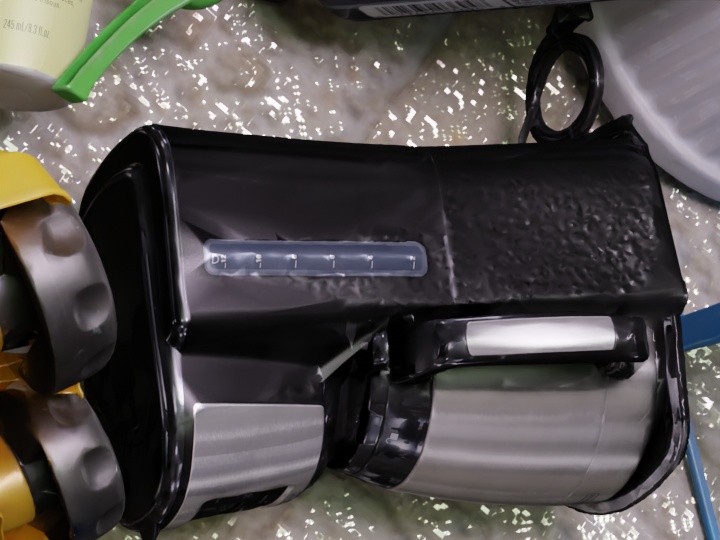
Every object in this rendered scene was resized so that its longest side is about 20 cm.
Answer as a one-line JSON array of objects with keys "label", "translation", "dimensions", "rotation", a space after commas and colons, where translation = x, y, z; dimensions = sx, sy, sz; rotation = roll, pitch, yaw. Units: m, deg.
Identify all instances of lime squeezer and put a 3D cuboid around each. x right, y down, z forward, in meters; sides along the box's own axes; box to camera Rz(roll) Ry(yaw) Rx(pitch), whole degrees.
[{"label": "lime squeezer", "translation": [-0.069, -0.141, 0.819], "dimensions": [0.070, 0.038, 0.201], "rotation": [24, 67, -37]}]

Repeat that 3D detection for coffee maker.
[{"label": "coffee maker", "translation": [0.000, 0.000, 0.827], "dimensions": [0.199, 0.135, 0.193], "rotation": [2, 51, -23]}]

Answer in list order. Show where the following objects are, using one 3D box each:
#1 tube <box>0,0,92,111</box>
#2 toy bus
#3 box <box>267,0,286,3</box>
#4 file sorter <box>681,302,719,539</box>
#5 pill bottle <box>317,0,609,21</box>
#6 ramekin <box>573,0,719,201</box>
[{"label": "tube", "translation": [-0.114, -0.159, 0.807], "dimensions": [0.058, 0.052, 0.201], "rotation": [30, 63, -56]}, {"label": "toy bus", "translation": [-0.178, 0.013, 0.733], "dimensions": [0.135, 0.201, 0.192], "rotation": [-25, 53, -23]}, {"label": "box", "translation": [-0.100, -0.221, 0.878], "dimensions": [0.199, 0.048, 0.194], "rotation": [12, 70, -18]}, {"label": "file sorter", "translation": [0.225, 0.049, 0.852], "dimensions": [0.138, 0.200, 0.123], "rotation": [-12, 83, -24]}, {"label": "pill bottle", "translation": [0.078, -0.150, 0.824], "dimensions": [0.106, 0.199, 0.107], "rotation": [8, 82, -63]}, {"label": "ramekin", "translation": [0.190, -0.131, 0.929], "dimensions": [0.199, 0.105, 0.201], "rotation": [7, 75, -25]}]
